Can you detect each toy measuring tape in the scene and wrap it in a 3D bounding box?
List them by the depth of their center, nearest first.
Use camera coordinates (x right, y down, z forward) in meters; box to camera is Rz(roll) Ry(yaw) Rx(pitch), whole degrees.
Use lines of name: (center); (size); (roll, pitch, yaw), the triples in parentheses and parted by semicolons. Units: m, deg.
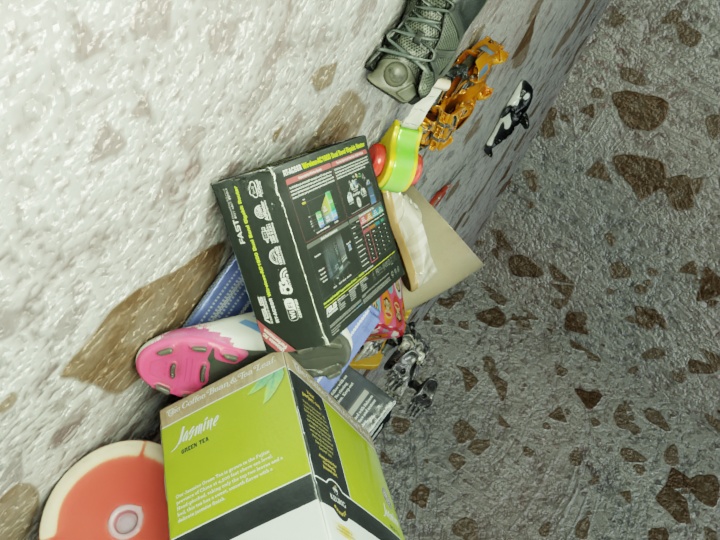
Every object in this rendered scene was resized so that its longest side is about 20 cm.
toy measuring tape: (0.057, -0.149, 0.878); (0.074, 0.074, 0.200); (-49, 180, -34)

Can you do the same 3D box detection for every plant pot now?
plant pot: (-0.206, 0.264, 0.694); (0.201, 0.200, 0.178); (-51, 159, -28)
plant pot: (0.065, -0.012, 1.170); (0.200, 0.187, 0.187); (-42, 171, 6)

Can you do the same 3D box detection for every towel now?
towel: (-0.080, 0.060, 0.750); (0.200, 0.024, 0.145); (36, 88, -37)

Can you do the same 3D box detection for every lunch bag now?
lunch bag: (0.000, 0.000, 0.940); (0.200, 0.082, 0.177); (35, 46, -72)

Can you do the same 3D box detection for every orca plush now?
orca plush: (0.380, -0.365, 1.780); (0.200, 0.071, 0.105); (-60, 169, 17)

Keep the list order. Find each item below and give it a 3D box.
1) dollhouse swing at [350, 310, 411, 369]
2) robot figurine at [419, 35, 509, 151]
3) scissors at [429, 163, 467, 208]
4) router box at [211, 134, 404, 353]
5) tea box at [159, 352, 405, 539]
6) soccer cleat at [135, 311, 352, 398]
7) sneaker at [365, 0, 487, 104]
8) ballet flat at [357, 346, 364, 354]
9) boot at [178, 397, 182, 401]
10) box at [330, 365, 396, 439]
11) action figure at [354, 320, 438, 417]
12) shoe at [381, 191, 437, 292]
dollhouse swing: (0.002, 0.150, 1.288); (0.200, 0.181, 0.176); (110, -20, -52)
robot figurine: (0.141, -0.252, 1.049); (0.200, 0.058, 0.145); (-51, 167, -33)
scissors: (0.197, -0.189, 1.625); (0.200, 0.014, 0.073); (-51, 167, -21)
router box: (-0.037, -0.033, 0.653); (0.200, 0.062, 0.150); (-37, 114, -62)
tea box: (-0.058, 0.213, 0.629); (0.133, 0.197, 0.200); (-27, 137, 8)
soccer cleat: (-0.108, 0.073, 0.682); (0.086, 0.199, 0.070); (-119, -149, -59)
sneaker: (0.066, -0.237, 0.700); (0.114, 0.076, 0.200); (-58, 177, -30)
ballet flat: (-0.038, 0.068, 1.035); (0.067, 0.068, 0.200); (-25, 144, -2)
boot: (-0.105, 0.144, 0.818); (0.211, 0.158, 0.079); (-54, -178, -7)
box: (-0.063, 0.185, 1.030); (0.118, 0.200, 0.197); (-51, 169, -14)
action figure: (0.051, 0.127, 1.050); (0.102, 0.119, 0.200); (-42, -163, 9)
shoe: (0.065, -0.063, 1.033); (0.053, 0.070, 0.200); (-22, 121, -6)
